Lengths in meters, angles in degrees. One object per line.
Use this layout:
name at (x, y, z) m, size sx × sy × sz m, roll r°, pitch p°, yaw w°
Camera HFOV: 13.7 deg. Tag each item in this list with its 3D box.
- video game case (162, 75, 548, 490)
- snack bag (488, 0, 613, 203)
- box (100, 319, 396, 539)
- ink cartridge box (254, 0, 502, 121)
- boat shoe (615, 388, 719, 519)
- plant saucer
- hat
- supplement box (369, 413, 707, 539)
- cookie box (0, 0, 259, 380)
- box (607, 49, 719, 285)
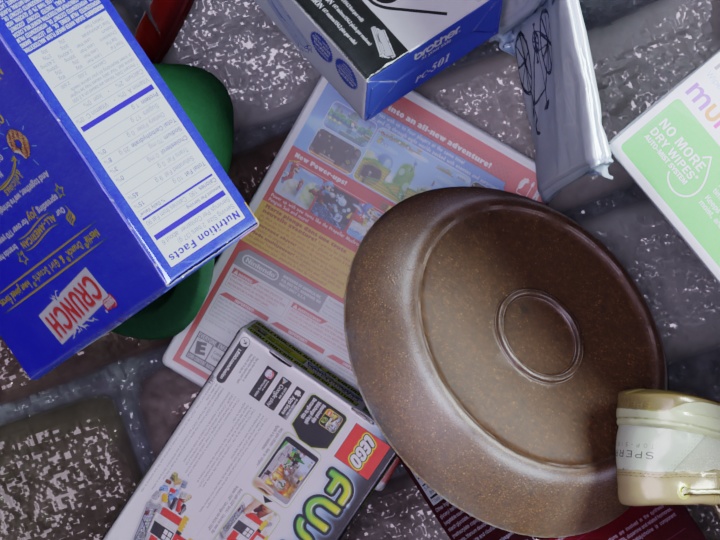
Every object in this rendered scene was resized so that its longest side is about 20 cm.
video game case at (0.000, 0.000, 1.641) m, size 0.143 × 0.017 × 0.200 m, roll 30°, pitch 95°, yaw 5°
snack bag at (0.088, -0.135, 1.537) m, size 0.021 × 0.189 × 0.200 m, roll -10°, pitch 87°, yaw -6°
box at (-0.071, 0.140, 1.634) m, size 0.110 × 0.035 × 0.200 m, roll 35°, pitch 102°, yaw 4°
ink cartridge box at (-0.024, -0.180, 1.579) m, size 0.094 × 0.044 × 0.200 m, roll -35°, pitch 68°, yaw -19°
boat shoe at (0.209, 0.112, 1.554) m, size 0.200 × 0.074 × 0.066 m, roll 16°, pitch 82°, yaw -29°
plant saucer at (0.085, 0.039, 1.549) m, size 0.200 × 0.200 × 0.034 m, roll 52°, pitch 140°, yaw 3°
hat at (-0.089, -0.085, 1.644) m, size 0.166 × 0.176 × 0.200 m, roll 38°, pitch 140°, yaw 17°
supplement box at (0.106, 0.127, 1.575) m, size 0.200 × 0.109 × 0.061 m, roll 58°, pitch 138°, yaw 7°
cookie box at (-0.167, -0.063, 1.533) m, size 0.075 × 0.171 × 0.200 m, roll -35°, pitch 93°, yaw -36°
box at (0.227, -0.017, 1.533) m, size 0.097 × 0.176 × 0.200 m, roll -39°, pitch 88°, yaw 7°
